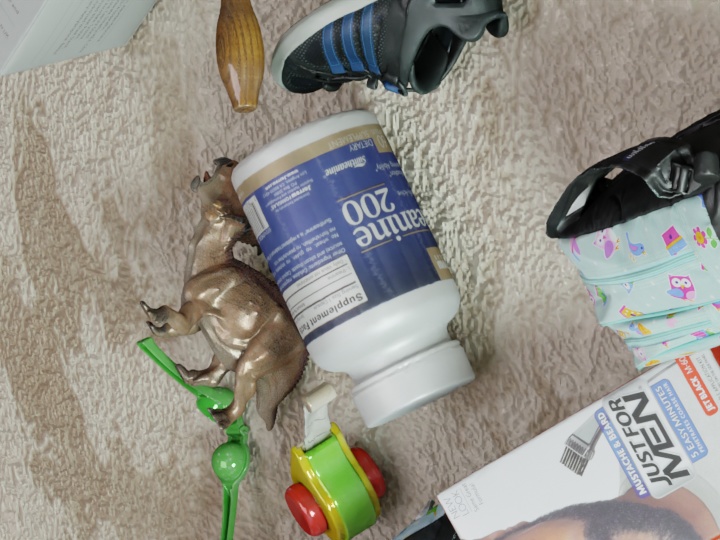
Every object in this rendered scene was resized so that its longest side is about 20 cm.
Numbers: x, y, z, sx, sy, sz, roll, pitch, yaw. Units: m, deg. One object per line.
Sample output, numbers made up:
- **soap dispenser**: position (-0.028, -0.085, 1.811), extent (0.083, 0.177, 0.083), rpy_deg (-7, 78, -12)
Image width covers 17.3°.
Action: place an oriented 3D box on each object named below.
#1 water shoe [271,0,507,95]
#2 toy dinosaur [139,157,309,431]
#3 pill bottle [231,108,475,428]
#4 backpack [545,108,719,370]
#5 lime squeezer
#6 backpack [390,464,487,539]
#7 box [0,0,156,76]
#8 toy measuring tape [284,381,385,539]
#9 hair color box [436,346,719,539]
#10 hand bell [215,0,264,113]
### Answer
- **water shoe**: position (0.014, -0.147, 1.565), extent (0.200, 0.071, 0.079), rpy_deg (-31, 77, 46)
- **toy dinosaur**: position (-0.081, 0.030, 1.736), extent (0.200, 0.135, 0.086), rpy_deg (59, 172, -20)
- **pill bottle**: position (0.000, 0.000, 1.614), extent (0.111, 0.111, 0.200), rpy_deg (-32, 80, 46)
- **backpack**: position (0.204, -0.024, 1.372), extent (0.200, 0.167, 0.127), rpy_deg (-25, 90, 53)
- **lime squeezer**: position (-0.111, 0.135, 1.806), extent (0.038, 0.071, 0.200), rpy_deg (-9, 104, 29)
- **backpack**: position (0.062, 0.245, 1.607), extent (0.200, 0.154, 0.163), rpy_deg (-35, 80, 8)
- **box**: position (-0.227, -0.285, 1.735), extent (0.199, 0.131, 0.200), rpy_deg (57, 136, 15)
- **toy measuring tape**: position (-0.016, 0.145, 1.679), extent (0.074, 0.074, 0.200), rpy_deg (52, 163, 20)
- **hair color box**: position (0.162, 0.137, 1.470), extent (0.200, 0.064, 0.111), rpy_deg (-33, 78, 19)
- **hand bell**: position (-0.088, -0.203, 1.595), extent (0.104, 0.104, 0.200), rpy_deg (-22, 68, 47)
